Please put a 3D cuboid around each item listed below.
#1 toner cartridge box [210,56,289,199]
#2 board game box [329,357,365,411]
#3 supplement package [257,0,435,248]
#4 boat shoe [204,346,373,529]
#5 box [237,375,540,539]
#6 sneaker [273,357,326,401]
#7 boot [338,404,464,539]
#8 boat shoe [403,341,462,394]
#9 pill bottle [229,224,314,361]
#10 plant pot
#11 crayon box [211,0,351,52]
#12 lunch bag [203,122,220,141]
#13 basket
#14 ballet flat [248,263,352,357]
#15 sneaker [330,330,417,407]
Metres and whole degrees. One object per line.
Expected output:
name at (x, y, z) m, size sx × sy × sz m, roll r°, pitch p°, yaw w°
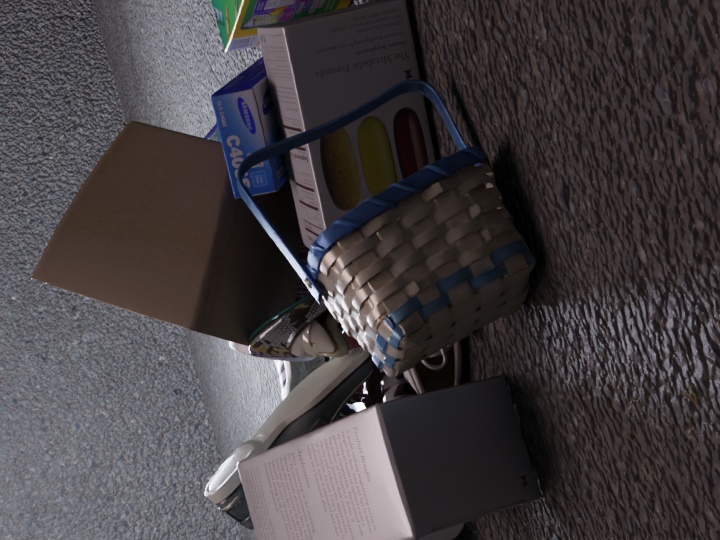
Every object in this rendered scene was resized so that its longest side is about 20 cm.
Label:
toner cartridge box at (-0.084, -0.141, 1.291) m, size 0.200 × 0.043 × 0.096 m, roll -63°, pitch -39°, yaw -68°
board game box at (0.017, 0.112, 1.480) m, size 0.199 × 0.043 × 0.202 m, roll 108°, pitch 145°, yaw -65°
supplement package at (-0.007, -0.122, 1.196) m, size 0.109 × 0.113 × 0.202 m, roll -149°, pitch 45°, yaw -72°
boat shoe at (-0.054, 0.154, 1.280) m, size 0.062 × 0.200 × 0.073 m, roll 48°, pitch 170°, yaw -12°
box at (0.021, 0.174, 1.152) m, size 0.199 × 0.151 × 0.107 m, roll -28°, pitch 75°, yaw 46°
sneaker at (-0.078, 0.145, 1.843) m, size 0.084 × 0.074 × 0.202 m, roll 159°, pitch 107°, yaw -75°
boot at (0.018, 0.186, 1.367) m, size 0.073 × 0.199 × 0.090 m, roll -53°, pitch 10°, yaw 17°
boat shoe at (0.059, 0.046, 1.183) m, size 0.086 × 0.074 × 0.203 m, roll -117°, pitch 17°, yaw -44°
pill bottle at (-0.082, -0.011, 1.487) m, size 0.114 × 0.113 × 0.202 m, roll -153°, pitch 70°, yaw -72°
plant pot at (-0.168, -0.036, 1.367) m, size 0.200 × 0.198 × 0.179 m, roll 24°, pitch -97°, yaw -66°
crayon box at (-0.066, -0.270, 1.273) m, size 0.200 × 0.118 × 0.059 m, roll 139°, pitch 115°, yaw -74°
lunch bag at (-0.120, -0.086, 1.657) m, size 0.201 × 0.126 × 0.171 m, roll 98°, pitch 154°, yaw -57°
basket at (0.022, -0.035, 1.039) m, size 0.201 × 0.175 × 0.139 m, roll 60°, pitch 166°, yaw 15°
ballet flat at (-0.018, 0.040, 1.283) m, size 0.072 × 0.200 × 0.072 m, roll 48°, pitch -164°, yaw -19°
sneaker at (0.024, 0.126, 1.331) m, size 0.115 × 0.075 × 0.202 m, roll -40°, pitch 51°, yaw 44°
